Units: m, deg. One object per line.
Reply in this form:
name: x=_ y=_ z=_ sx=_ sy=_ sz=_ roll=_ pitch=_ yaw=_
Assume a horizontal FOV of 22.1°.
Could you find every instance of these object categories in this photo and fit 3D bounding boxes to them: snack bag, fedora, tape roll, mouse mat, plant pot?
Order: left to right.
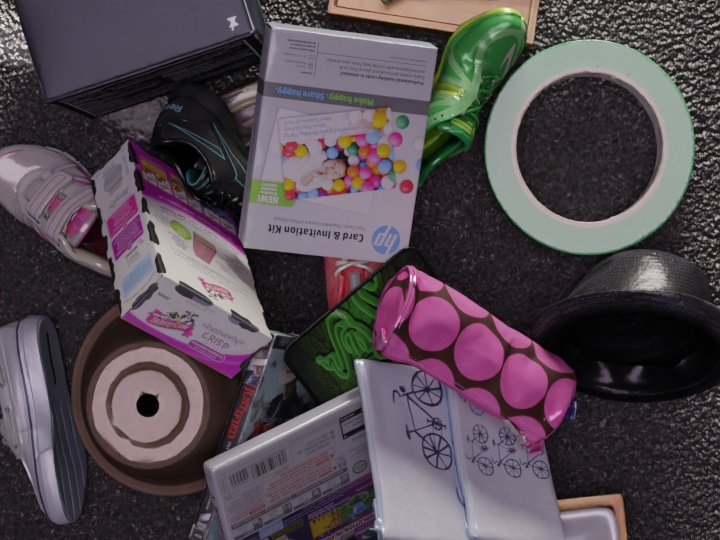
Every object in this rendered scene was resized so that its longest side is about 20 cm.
plant pot: x=-0.182 y=0.116 z=1.708 sx=0.198 sy=0.175 sz=0.203 roll=0 pitch=90 yaw=2
mouse mat: x=0.036 y=0.093 z=1.719 sx=0.161 sy=0.008 sz=0.201 roll=-40 pitch=120 yaw=-6
snack bag: x=0.088 y=0.164 z=1.674 sx=0.198 sy=0.021 sz=0.190 roll=10 pitch=55 yaw=-28
tape roll: x=0.215 y=-0.115 z=1.747 sx=0.198 sy=0.048 sz=0.203 roll=0 pitch=90 yaw=3
fedora: x=0.257 y=0.042 z=1.714 sx=0.198 sy=0.201 sz=0.092 roll=11 pitch=55 yaw=3

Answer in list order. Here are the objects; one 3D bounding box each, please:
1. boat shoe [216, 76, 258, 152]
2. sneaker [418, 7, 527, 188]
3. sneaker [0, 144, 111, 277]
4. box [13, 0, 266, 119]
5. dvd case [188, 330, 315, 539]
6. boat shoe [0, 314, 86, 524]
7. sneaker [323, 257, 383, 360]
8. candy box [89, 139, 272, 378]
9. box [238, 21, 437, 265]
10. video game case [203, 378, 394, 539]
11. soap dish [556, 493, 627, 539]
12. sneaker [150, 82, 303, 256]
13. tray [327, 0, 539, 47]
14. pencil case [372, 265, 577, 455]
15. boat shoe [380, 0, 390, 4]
boat shoe: x=-0.047 y=-0.164 z=1.753 sx=0.198 sy=0.075 sz=0.074 roll=-19 pitch=103 yaw=13
sneaker: x=0.094 y=-0.154 z=1.721 sx=0.074 sy=0.084 sz=0.200 roll=26 pitch=110 yaw=-40
sneaker: x=-0.271 y=-0.057 z=1.750 sx=0.199 sy=0.088 sz=0.082 roll=30 pitch=92 yaw=2
box: x=-0.194 y=-0.231 z=1.689 sx=0.198 sy=0.198 sz=0.124 roll=-18 pitch=90 yaw=2
dvd case: x=-0.090 y=0.156 z=1.720 sx=0.022 sy=0.146 sz=0.202 roll=19 pitch=91 yaw=22
boat shoe: x=-0.313 y=0.146 z=1.774 sx=0.066 sy=0.073 sz=0.202 roll=-12 pitch=81 yaw=18
sneaker: x=0.000 y=0.000 z=1.739 sx=0.073 sy=0.087 sz=0.202 roll=-8 pitch=90 yaw=2
candy box: x=-0.165 y=-0.012 z=1.671 sx=0.061 sy=0.201 sz=0.136 roll=-43 pitch=129 yaw=19
box: x=-0.022 y=-0.114 z=1.666 sx=0.154 sy=0.041 sz=0.202 roll=6 pitch=104 yaw=-12
video game case: x=-0.038 y=0.215 z=1.700 sx=0.199 sy=0.023 sz=0.184 roll=-25 pitch=118 yaw=-25
soap dish: x=0.156 y=0.297 z=1.740 sx=0.198 sy=0.081 sz=0.159 roll=-7 pitch=91 yaw=3
sneaker: x=-0.122 y=-0.079 z=1.726 sx=0.200 sy=0.080 sz=0.075 roll=47 pitch=135 yaw=-16
tray: x=0.073 y=-0.278 z=1.756 sx=0.198 sy=0.037 sz=0.100 roll=9 pitch=92 yaw=2
pencil case: x=0.100 y=0.082 z=1.663 sx=0.199 sy=0.091 sz=0.094 roll=31 pitch=69 yaw=-14
boat shoe: x=0.034 y=-0.285 z=1.714 sx=0.198 sy=0.072 sz=0.077 roll=16 pitch=106 yaw=10
